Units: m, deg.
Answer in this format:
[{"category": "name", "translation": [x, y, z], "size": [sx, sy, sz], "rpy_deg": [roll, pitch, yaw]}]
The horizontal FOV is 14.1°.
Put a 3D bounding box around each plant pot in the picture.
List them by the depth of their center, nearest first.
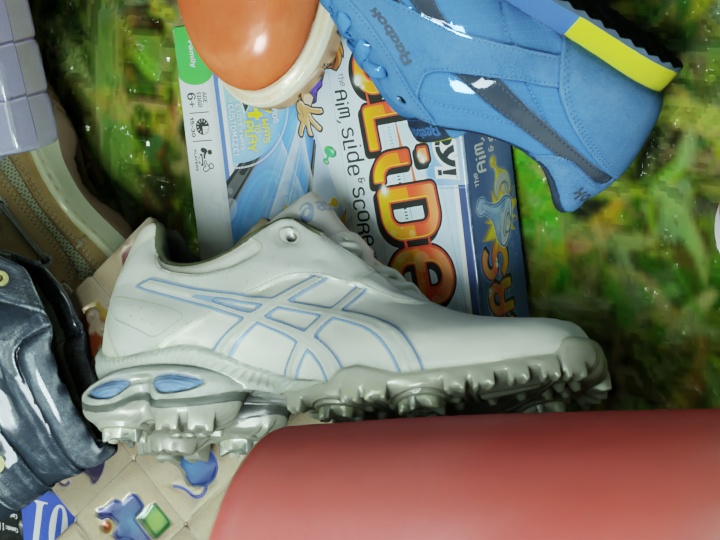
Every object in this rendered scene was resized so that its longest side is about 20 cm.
[{"category": "plant pot", "translation": [0.046, 0.134, 0.970], "size": [0.176, 0.200, 0.202], "rpy_deg": [6, 103, 18]}]

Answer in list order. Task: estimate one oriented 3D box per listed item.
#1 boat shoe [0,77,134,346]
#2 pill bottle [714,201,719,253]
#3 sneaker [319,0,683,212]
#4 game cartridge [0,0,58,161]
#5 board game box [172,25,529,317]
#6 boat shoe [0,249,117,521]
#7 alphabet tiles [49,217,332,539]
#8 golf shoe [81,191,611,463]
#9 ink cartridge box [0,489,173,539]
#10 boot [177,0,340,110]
[{"category": "boat shoe", "translation": [-0.133, 0.002, 1.178], "size": [0.201, 0.076, 0.072], "rpy_deg": [57, 151, 21]}, {"category": "pill bottle", "translation": [0.194, -0.076, 0.898], "size": [0.116, 0.116, 0.201], "rpy_deg": [32, 116, 29]}, {"category": "sneaker", "translation": [0.013, -0.091, 1.011], "size": [0.199, 0.066, 0.079], "rpy_deg": [32, 106, -10]}, {"category": "game cartridge", "translation": [-0.210, -0.094, 1.160], "size": [0.199, 0.038, 0.131], "rpy_deg": [-8, 93, 40]}, {"category": "board game box", "translation": [0.000, 0.000, 1.112], "size": [0.135, 0.034, 0.201], "rpy_deg": [-3, 97, 38]}, {"category": "boat shoe", "translation": [-0.167, 0.001, 1.111], "size": [0.090, 0.071, 0.201], "rpy_deg": [-26, 88, 11]}, {"category": "alphabet tiles", "translation": [-0.054, 0.085, 1.100], "size": [0.167, 0.008, 0.200], "rpy_deg": [-45, 70, 10]}, {"category": "golf shoe", "translation": [-0.007, 0.015, 1.050], "size": [0.199, 0.078, 0.098], "rpy_deg": [-2, 73, 21]}, {"category": "ink cartridge box", "translation": [-0.127, 0.128, 1.205], "size": [0.199, 0.044, 0.095], "rpy_deg": [7, 103, 48]}, {"category": "boot", "translation": [-0.066, -0.157, 1.069], "size": [0.075, 0.107, 0.201], "rpy_deg": [-19, 77, 33]}]
